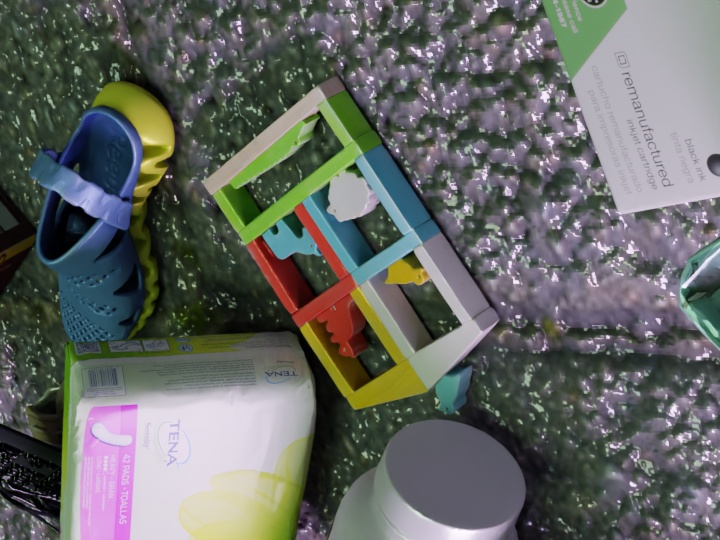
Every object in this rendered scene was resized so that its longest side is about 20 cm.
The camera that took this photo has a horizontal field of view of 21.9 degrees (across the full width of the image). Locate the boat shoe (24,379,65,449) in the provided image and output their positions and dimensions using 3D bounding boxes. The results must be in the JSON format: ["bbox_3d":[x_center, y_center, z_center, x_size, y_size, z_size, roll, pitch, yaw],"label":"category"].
[{"bbox_3d":[-0.174,0.092,1.270,0.068,0.075,0.200,52,138,-3],"label":"boat shoe"}]

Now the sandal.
[{"bbox_3d":[-0.177,-0.024,1.199,0.079,0.087,0.200,28,131,25],"label":"sandal"}]

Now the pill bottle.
[{"bbox_3d":[0.030,0.187,1.116,0.112,0.112,0.200,37,133,20],"label":"pill bottle"}]

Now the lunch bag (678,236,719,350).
[{"bbox_3d":[0.252,0.010,0.772,0.200,0.170,0.122,13,114,37],"label":"lunch bag"}]

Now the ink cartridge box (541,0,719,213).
[{"bbox_3d":[0.190,-0.117,0.818,0.200,0.084,0.146,-10,107,45],"label":"ink cartridge box"}]

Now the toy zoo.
[{"bbox_3d":[0.000,0.000,1.101,0.131,0.020,0.200,-34,89,47],"label":"toy zoo"}]

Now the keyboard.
[{"bbox_3d":[-0.188,0.163,1.272,0.200,0.040,0.104,27,152,-20],"label":"keyboard"}]

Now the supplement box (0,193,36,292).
[{"bbox_3d":[-0.329,0.003,1.349,0.110,0.086,0.200,50,136,7],"label":"supplement box"}]

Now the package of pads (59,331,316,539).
[{"bbox_3d":[-0.110,0.133,1.185,0.068,0.154,0.200,-113,24,-50],"label":"package of pads"}]
